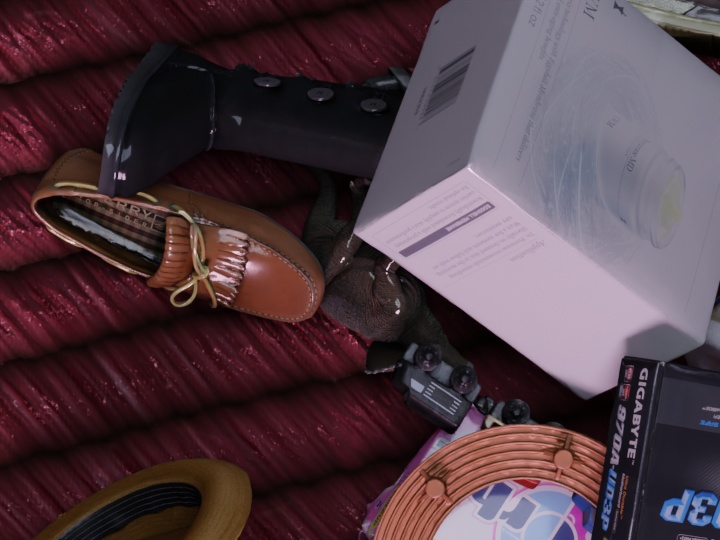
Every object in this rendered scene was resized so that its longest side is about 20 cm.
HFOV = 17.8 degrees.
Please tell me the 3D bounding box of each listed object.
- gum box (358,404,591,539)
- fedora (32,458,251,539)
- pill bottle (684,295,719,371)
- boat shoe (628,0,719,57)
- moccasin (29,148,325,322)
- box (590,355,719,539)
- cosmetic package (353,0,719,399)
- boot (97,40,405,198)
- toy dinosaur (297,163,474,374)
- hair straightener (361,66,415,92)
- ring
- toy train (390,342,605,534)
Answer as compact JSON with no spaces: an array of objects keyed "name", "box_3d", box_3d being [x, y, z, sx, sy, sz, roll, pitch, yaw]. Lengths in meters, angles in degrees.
[{"name":"gum box","box_3d":[0.107,0.179,1.499,0.200,0.066,0.114,35,74,3]},{"name":"fedora","box_3d":[-0.141,0.202,1.433,0.200,0.200,0.082,-38,114,-13]},{"name":"pill bottle","box_3d":[0.319,0.016,1.537,0.200,0.111,0.111,-43,85,-14]},{"name":"boat shoe","box_3d":[0.223,-0.188,1.593,0.200,0.072,0.066,8,86,0]},{"name":"moccasin","box_3d":[-0.119,-0.017,1.506,0.201,0.074,0.078,28,31,0]},{"name":"box","box_3d":[0.240,0.146,1.425,0.199,0.046,0.160,12,87,-27]},{"name":"cosmetic package","box_3d":[0.131,-0.063,1.461,0.200,0.123,0.200,36,52,-22]},{"name":"boot","box_3d":[-0.057,-0.083,1.499,0.199,0.066,0.165,15,37,3]},{"name":"toy dinosaur","box_3d":[0.000,0.000,1.523,0.200,0.077,0.102,43,109,18]},{"name":"hair straightener","box_3d":[0.088,-0.110,1.578,0.199,0.041,0.077,-3,77,-7]},{"name":"ring","box_3d":[0.104,0.196,1.441,0.199,0.019,0.202,0,91,5]},{"name":"toy train","box_3d":[0.106,0.114,1.464,0.199,0.034,0.046,32,76,2]}]
